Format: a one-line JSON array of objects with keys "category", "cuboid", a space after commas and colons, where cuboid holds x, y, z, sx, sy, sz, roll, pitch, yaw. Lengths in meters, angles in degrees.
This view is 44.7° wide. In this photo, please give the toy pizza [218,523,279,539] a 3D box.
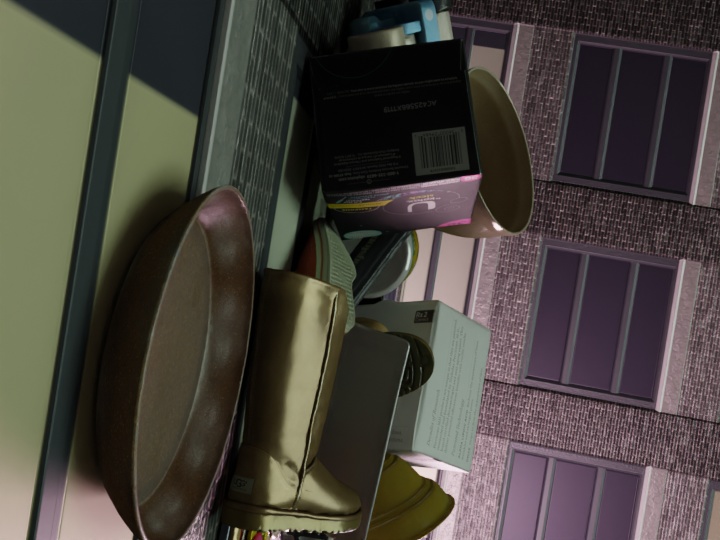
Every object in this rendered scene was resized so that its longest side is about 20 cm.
[{"category": "toy pizza", "cuboid": [-0.095, 0.238, 0.828, 0.200, 0.031, 0.206, 9, 90, -84]}]

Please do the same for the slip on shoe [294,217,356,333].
[{"category": "slip on shoe", "cuboid": [-0.042, 0.007, 0.885, 0.075, 0.060, 0.201, 56, 16, -26]}]

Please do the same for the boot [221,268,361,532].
[{"category": "boot", "cuboid": [-0.038, 0.117, 0.754, 0.174, 0.065, 0.205, 24, 75, -58]}]

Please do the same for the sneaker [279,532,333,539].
[{"category": "sneaker", "cuboid": [-0.061, 0.240, 1.029, 0.081, 0.073, 0.204, 125, -20, -58]}]

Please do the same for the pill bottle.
[{"category": "pill bottle", "cuboid": [0.020, -0.029, 1.126, 0.200, 0.110, 0.116, -18, 118, -82]}]

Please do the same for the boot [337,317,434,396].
[{"category": "boot", "cuboid": [0.007, 0.088, 0.981, 0.200, 0.171, 0.068, -37, 119, -77]}]

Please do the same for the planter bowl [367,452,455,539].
[{"category": "planter bowl", "cuboid": [0.011, 0.280, 1.074, 0.200, 0.196, 0.085, -24, 93, -82]}]

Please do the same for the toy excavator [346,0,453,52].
[{"category": "toy excavator", "cuboid": [0.030, -0.240, 0.947, 0.197, 0.193, 0.102, -24, 109, -33]}]

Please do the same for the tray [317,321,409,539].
[{"category": "tray", "cuboid": [-0.008, 0.155, 0.850, 0.022, 0.106, 0.205, 11, 93, -47]}]

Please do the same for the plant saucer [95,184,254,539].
[{"category": "plant saucer", "cuboid": [-0.102, 0.051, 0.495, 0.200, 0.034, 0.206, 10, 89, -85]}]

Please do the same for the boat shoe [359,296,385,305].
[{"category": "boat shoe", "cuboid": [0.005, 0.058, 1.338, 0.071, 0.070, 0.205, -74, 162, -66]}]

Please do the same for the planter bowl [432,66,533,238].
[{"category": "planter bowl", "cuboid": [0.113, -0.131, 1.078, 0.199, 0.132, 0.205, 26, 58, -52]}]

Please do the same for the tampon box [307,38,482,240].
[{"category": "tampon box", "cuboid": [0.036, -0.119, 0.863, 0.200, 0.146, 0.130, 64, 19, -79]}]

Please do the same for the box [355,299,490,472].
[{"category": "box", "cuboid": [0.055, 0.158, 1.203, 0.130, 0.196, 0.205, 28, 66, -40]}]

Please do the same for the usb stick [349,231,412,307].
[{"category": "usb stick", "cuboid": [0.000, 0.000, 0.964, 0.033, 0.055, 0.201, 50, 65, -26]}]
